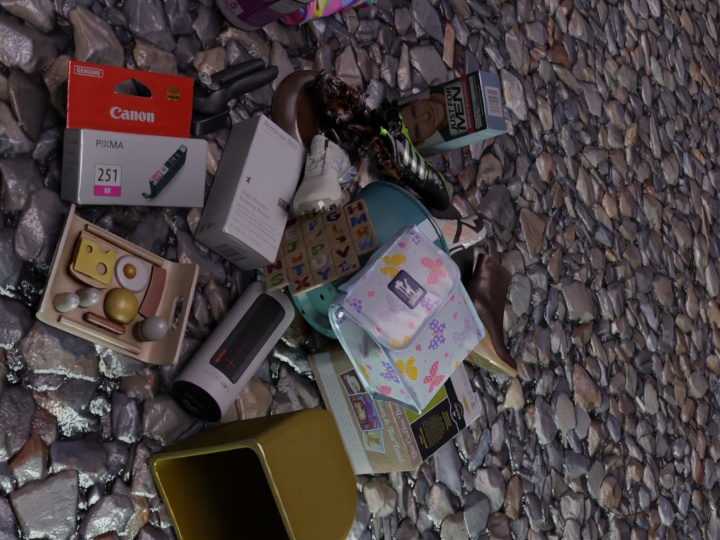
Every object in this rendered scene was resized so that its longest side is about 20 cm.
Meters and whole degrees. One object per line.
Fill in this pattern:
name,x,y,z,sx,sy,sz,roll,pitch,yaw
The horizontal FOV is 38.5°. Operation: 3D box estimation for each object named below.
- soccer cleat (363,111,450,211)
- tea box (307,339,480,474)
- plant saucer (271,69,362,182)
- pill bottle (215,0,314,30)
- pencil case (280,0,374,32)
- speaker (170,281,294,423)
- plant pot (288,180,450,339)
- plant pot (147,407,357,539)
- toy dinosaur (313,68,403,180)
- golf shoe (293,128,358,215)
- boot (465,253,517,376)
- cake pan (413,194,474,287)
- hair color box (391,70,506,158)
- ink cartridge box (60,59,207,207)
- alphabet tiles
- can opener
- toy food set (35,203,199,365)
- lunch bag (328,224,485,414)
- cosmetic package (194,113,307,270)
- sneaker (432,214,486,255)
soccer cleat,0.075,-0.170,1.708,0.081,0.067,0.200,-45,109,-26
tea box,0.054,0.176,1.575,0.196,0.133,0.201,-26,99,-48
plant saucer,-0.057,-0.224,1.634,0.199,0.032,0.202,13,72,-45
pill bottle,-0.114,-0.432,1.497,0.112,0.199,0.113,15,69,-44
pencil case,-0.055,-0.445,1.653,0.200,0.088,0.089,-33,104,-47
speaker,-0.170,0.109,1.390,0.081,0.081,0.200,55,47,-22
plant pot,0.000,0.000,1.532,0.188,0.200,0.201,-35,107,-30
plant pot,-0.113,0.276,1.335,0.200,0.195,0.195,-29,102,-53
toy dinosaur,0.007,-0.227,1.591,0.199,0.136,0.103,29,93,-24
golf shoe,-0.063,-0.144,1.501,0.200,0.078,0.098,-69,145,-65
boot,0.240,0.083,1.813,0.200,0.072,0.167,37,70,-40
cake pan,0.131,-0.037,1.783,0.200,0.037,0.202,14,71,-45
hair color box,0.142,-0.256,1.729,0.060,0.199,0.100,-1,81,-47
ink cartridge box,-0.286,-0.171,1.332,0.199,0.043,0.175,-2,99,-47
alphabet tiles,-0.061,-0.038,1.451,0.200,0.165,0.006,-106,173,-56
can opener,-0.191,-0.266,1.489,0.063,0.079,0.200,33,43,10
toy food set,-0.298,0.020,1.288,0.200,0.060,0.144,30,60,-39
lunch bag,0.060,0.064,1.397,0.170,0.127,0.201,-45,123,-28
cosmetic package,-0.153,-0.111,1.470,0.102,0.074,0.201,35,58,-37
sneaker,0.141,-0.064,1.718,0.200,0.073,0.080,-30,101,-47
